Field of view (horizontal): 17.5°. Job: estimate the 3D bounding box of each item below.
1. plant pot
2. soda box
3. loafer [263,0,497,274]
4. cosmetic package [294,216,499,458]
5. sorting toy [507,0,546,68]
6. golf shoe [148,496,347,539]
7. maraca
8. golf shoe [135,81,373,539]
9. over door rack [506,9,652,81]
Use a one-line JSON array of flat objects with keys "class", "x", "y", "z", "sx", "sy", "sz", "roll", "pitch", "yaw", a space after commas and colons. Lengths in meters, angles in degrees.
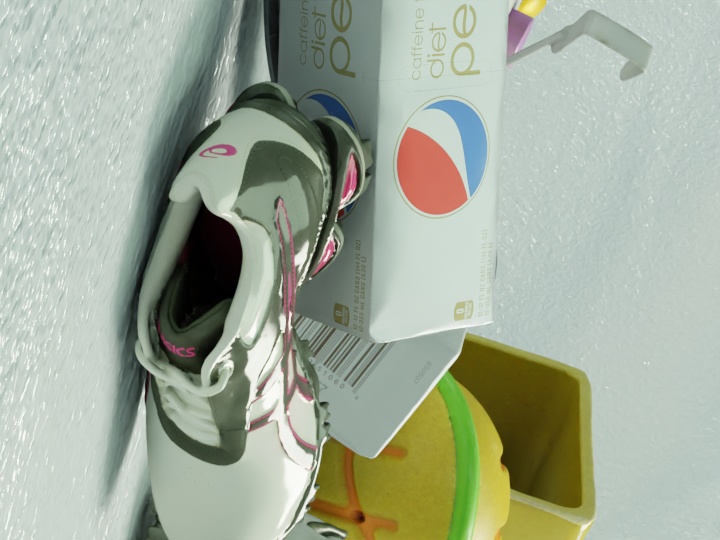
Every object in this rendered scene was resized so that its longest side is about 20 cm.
[{"class": "plant pot", "x": 0.017, "y": 0.157, "z": 1.427, "sx": 0.194, "sy": 0.194, "sz": 0.201, "roll": -79, "pitch": -171, "yaw": -66}, {"class": "soda box", "x": 0.012, "y": -0.078, "z": 0.881, "sx": 0.068, "sy": 0.063, "sz": 0.201, "roll": 20, "pitch": -67, "yaw": 51}, {"class": "loafer", "x": 0.001, "y": -0.071, "z": 0.970, "sx": 0.063, "sy": 0.072, "sz": 0.201, "roll": -122, "pitch": -170, "yaw": -59}, {"class": "cosmetic package", "x": 0.000, "y": 0.000, "z": 1.105, "sx": 0.074, "sy": 0.101, "sz": 0.200, "roll": -51, "pitch": -176, "yaw": 19}, {"class": "sorting toy", "x": 0.031, "y": -0.097, "z": 1.274, "sx": 0.200, "sy": 0.106, "sz": 0.181, "roll": 80, "pitch": 27, "yaw": -81}, {"class": "golf shoe", "x": -0.046, "y": 0.143, "z": 1.082, "sx": 0.200, "sy": 0.097, "sz": 0.079, "roll": 82, "pitch": 12, "yaw": -85}, {"class": "maraca", "x": 0.008, "y": 0.135, "z": 1.166, "sx": 0.201, "sy": 0.106, "sz": 0.137, "roll": -64, "pitch": -150, "yaw": 29}, {"class": "golf shoe", "x": -0.056, "y": 0.031, "z": 0.856, "sx": 0.088, "sy": 0.077, "sz": 0.201, "roll": -35, "pitch": 139, "yaw": -56}, {"class": "over door rack", "x": 0.048, "y": -0.142, "z": 1.041, "sx": 0.199, "sy": 0.067, "sz": 0.148, "roll": -12, "pitch": -129, "yaw": 43}]
